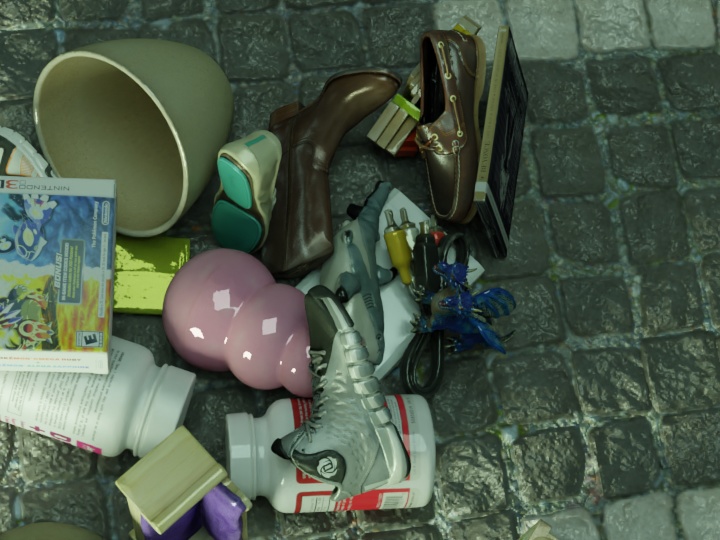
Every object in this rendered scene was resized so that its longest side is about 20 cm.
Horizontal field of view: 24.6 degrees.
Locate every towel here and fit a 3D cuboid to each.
[{"bbox_3d":[-0.276,0.003,1.704,0.199,0.018,0.087,3,74,-7],"label":"towel"}]

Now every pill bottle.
[{"bbox_3d":[-0.032,0.180,1.623,0.199,0.112,0.113,-1,71,-8],"label":"pill bottle"},{"bbox_3d":[-0.269,0.115,1.613,0.199,0.113,0.114,19,69,-1],"label":"pill bottle"}]

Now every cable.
[{"bbox_3d":[0.069,0.034,1.709,0.097,0.050,0.201,3,84,-37],"label":"cable"}]

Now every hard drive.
[{"bbox_3d":[0.017,0.025,1.730,0.132,0.026,0.200,42,70,8],"label":"hard drive"}]

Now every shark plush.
[{"bbox_3d":[0.000,0.000,1.709,0.083,0.091,0.201,24,46,-19],"label":"shark plush"}]

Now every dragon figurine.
[{"bbox_3d":[0.119,0.049,1.651,0.200,0.099,0.059,31,65,-41],"label":"dragon figurine"}]

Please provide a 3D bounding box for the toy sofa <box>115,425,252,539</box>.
[{"bbox_3d":[-0.163,0.233,1.541,0.083,0.200,0.098,-39,74,-19],"label":"toy sofa"}]

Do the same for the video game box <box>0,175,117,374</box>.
[{"bbox_3d":[-0.327,0.001,1.576,0.181,0.047,0.201,0,58,-5],"label":"video game box"}]

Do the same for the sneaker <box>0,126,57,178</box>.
[{"bbox_3d":[-0.342,-0.071,1.675,0.200,0.074,0.080,41,61,19],"label":"sneaker"}]

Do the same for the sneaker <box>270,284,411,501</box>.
[{"bbox_3d":[-0.039,0.122,1.534,0.115,0.075,0.201,-23,88,-9],"label":"sneaker"}]

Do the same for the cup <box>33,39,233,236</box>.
[{"bbox_3d":[-0.211,-0.156,1.682,0.200,0.201,0.143,43,47,8],"label":"cup"}]

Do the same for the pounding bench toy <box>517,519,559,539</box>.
[{"bbox_3d":[0.198,0.333,1.554,0.156,0.200,0.124,34,70,6],"label":"pounding bench toy"}]

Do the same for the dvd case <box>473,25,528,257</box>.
[{"bbox_3d":[0.149,-0.133,1.740,0.016,0.149,0.201,3,69,15],"label":"dvd case"}]

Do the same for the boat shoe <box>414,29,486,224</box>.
[{"bbox_3d":[0.086,-0.149,1.714,0.070,0.070,0.201,0,89,-39],"label":"boat shoe"}]

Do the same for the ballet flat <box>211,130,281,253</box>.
[{"bbox_3d":[-0.109,-0.080,1.657,0.069,0.200,0.070,3,66,-7],"label":"ballet flat"}]

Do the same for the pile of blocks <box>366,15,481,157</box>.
[{"bbox_3d":[0.086,-0.196,1.786,0.062,0.082,0.200,35,70,4],"label":"pile of blocks"}]

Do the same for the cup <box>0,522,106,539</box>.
[{"bbox_3d":[-0.293,0.321,1.522,0.199,0.143,0.201,3,71,-7],"label":"cup"}]

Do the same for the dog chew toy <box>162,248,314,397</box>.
[{"bbox_3d":[-0.097,0.060,1.633,0.199,0.125,0.125,26,68,21],"label":"dog chew toy"}]

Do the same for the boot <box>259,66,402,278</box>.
[{"bbox_3d":[-0.031,-0.094,1.692,0.064,0.186,0.201,26,55,-37],"label":"boot"}]
